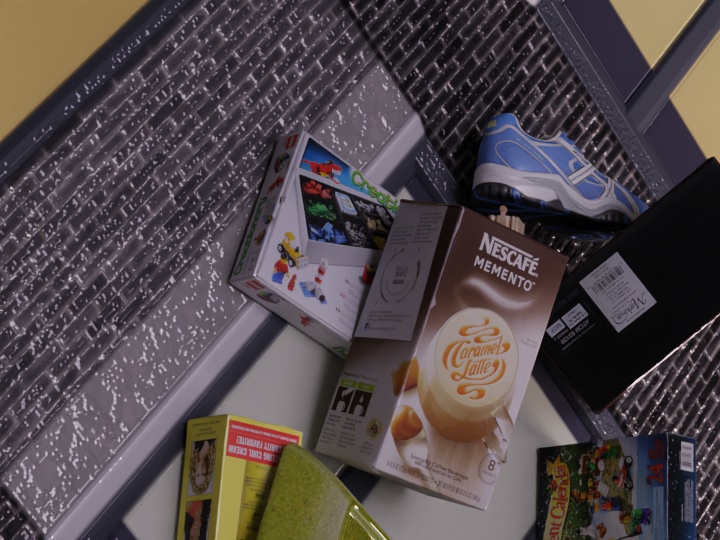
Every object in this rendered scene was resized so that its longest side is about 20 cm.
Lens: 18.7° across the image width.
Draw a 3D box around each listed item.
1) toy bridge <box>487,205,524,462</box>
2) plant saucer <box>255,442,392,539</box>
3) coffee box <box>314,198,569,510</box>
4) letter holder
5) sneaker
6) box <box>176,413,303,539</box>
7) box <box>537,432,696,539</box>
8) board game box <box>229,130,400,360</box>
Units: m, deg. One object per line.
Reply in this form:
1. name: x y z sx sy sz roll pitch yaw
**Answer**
1. toy bridge: 0.104 0.048 1.710 0.067 0.027 0.201 41 53 -73
2. plant saucer: -0.012 0.253 1.531 0.200 0.048 0.201 52 44 -44
3. coffee box: 0.061 0.061 1.612 0.114 0.080 0.201 23 81 -34
4. letter holder: 0.239 0.016 1.772 0.101 0.200 0.142 51 4 8
5. sneaker: 0.172 -0.072 1.793 0.199 0.075 0.077 18 68 -43
6. box: -0.089 0.206 1.519 0.075 0.050 0.201 18 69 -38
7. box: 0.199 0.234 1.714 0.038 0.136 0.201 14 72 -41
8. board game box: 0.000 0.000 1.651 0.200 0.035 0.127 35 60 -32
